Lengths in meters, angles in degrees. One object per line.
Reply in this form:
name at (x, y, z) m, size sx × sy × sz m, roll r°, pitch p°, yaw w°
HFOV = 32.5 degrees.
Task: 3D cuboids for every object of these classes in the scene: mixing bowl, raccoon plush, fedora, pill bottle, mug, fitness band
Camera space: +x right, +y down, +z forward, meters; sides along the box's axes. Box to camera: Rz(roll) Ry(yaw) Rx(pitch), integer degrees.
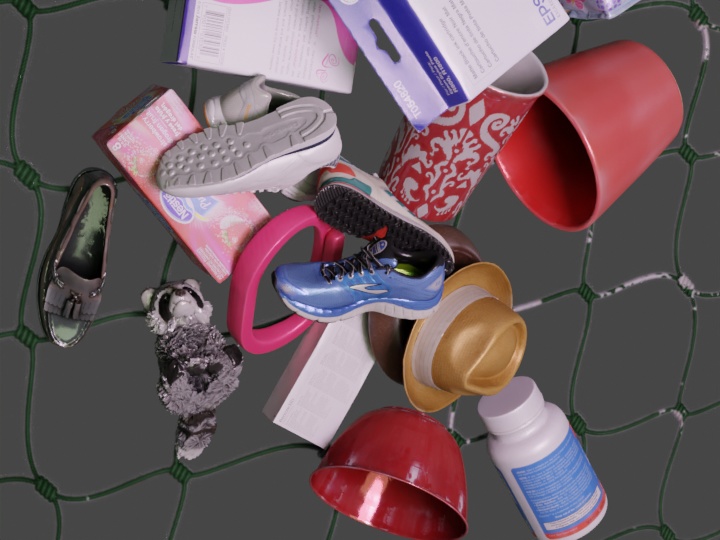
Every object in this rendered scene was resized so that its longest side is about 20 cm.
mixing bowl at (0.048, 0.234, 1.477) m, size 0.199 × 0.199 × 0.109 m, roll 34°, pitch 60°, yaw -23°
raccoon plush at (-0.214, 0.106, 1.409) m, size 0.096 × 0.135 × 0.201 m, roll -1°, pitch 133°, yaw -36°
fedora at (0.135, 0.090, 1.445) m, size 0.200 × 0.081 × 0.203 m, roll -27°, pitch 129°, yaw -38°
pill bottle at (0.228, 0.239, 1.575) m, size 0.112 × 0.112 × 0.201 m, roll -34°, pitch 111°, yaw -12°
mug at (0.118, -0.172, 1.418) m, size 0.133 × 0.177 × 0.201 m, roll 36°, pitch 128°, yaw 9°
fitness band at (-0.087, 0.012, 1.394) m, size 0.143 × 0.037 × 0.201 m, roll -28°, pitch 147°, yaw -32°

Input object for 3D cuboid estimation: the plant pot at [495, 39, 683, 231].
plant pot at (0.277, -0.176, 1.486) m, size 0.176 × 0.200 × 0.202 m, roll -32°, pitch 110°, yaw -24°

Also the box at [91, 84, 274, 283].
box at (-0.191, -0.096, 1.351) m, size 0.095 × 0.100 × 0.201 m, roll -41°, pitch 112°, yaw -10°

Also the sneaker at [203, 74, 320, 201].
sneaker at (-0.077, -0.145, 1.361) m, size 0.091 × 0.076 × 0.199 m, roll -28°, pitch 144°, yaw 27°

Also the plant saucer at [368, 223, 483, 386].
plant saucer at (0.092, 0.046, 1.490) m, size 0.199 × 0.034 × 0.203 m, roll -12°, pitch 109°, yaw -40°

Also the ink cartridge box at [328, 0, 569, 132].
ink cartridge box at (0.084, -0.277, 1.250) m, size 0.199 × 0.041 × 0.200 m, roll -40°, pitch 105°, yaw -11°

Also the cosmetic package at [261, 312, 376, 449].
cosmetic package at (-0.032, 0.104, 1.478) m, size 0.082 × 0.051 × 0.201 m, roll 31°, pitch 87°, yaw -28°

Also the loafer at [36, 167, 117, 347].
loafer at (-0.306, -0.011, 1.340) m, size 0.071 × 0.063 × 0.203 m, roll 11°, pitch 96°, yaw -23°

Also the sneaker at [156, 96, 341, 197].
sneaker at (-0.113, -0.109, 1.289) m, size 0.198 × 0.077 × 0.081 m, roll -16°, pitch 148°, yaw -5°

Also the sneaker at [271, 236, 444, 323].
sneaker at (0.000, 0.000, 1.334) m, size 0.197 × 0.079 × 0.090 m, roll -2°, pitch 132°, yaw -20°

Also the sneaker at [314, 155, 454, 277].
sneaker at (0.031, -0.064, 1.394) m, size 0.199 × 0.094 × 0.070 m, roll 32°, pitch 125°, yaw -28°

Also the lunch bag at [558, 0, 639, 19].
lunch bag at (0.317, -0.421, 1.481) m, size 0.199 × 0.127 × 0.171 m, roll -32°, pitch 112°, yaw -20°

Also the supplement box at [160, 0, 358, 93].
supplement box at (-0.108, -0.260, 1.352) m, size 0.198 × 0.103 × 0.103 m, roll 7°, pitch 96°, yaw -21°
